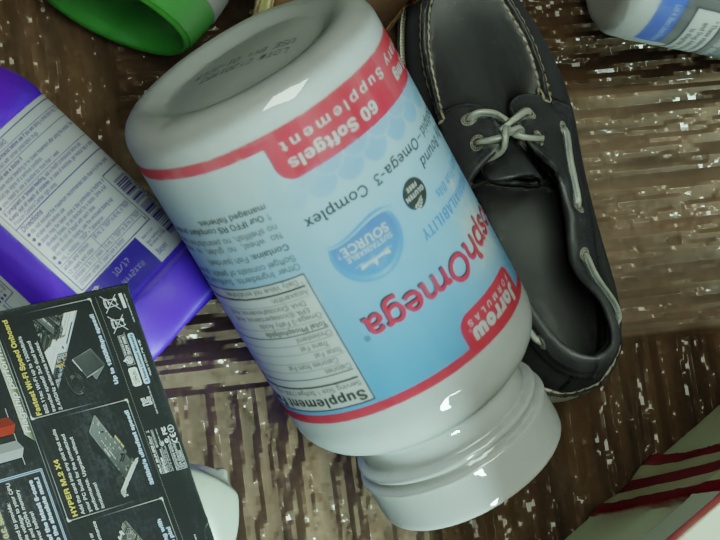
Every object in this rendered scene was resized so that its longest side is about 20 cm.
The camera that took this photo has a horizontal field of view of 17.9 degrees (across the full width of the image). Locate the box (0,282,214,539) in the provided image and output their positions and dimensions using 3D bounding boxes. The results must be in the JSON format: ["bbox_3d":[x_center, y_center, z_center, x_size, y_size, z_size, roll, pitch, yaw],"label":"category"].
[{"bbox_3d":[-0.119,0.116,0.792,0.157,0.050,0.200,-14,81,-45],"label":"box"}]

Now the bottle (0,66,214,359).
[{"bbox_3d":[-0.150,-0.037,0.910,0.200,0.065,0.084,43,40,-4],"label":"bottle"}]

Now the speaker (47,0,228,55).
[{"bbox_3d":[-0.063,-0.193,0.954,0.088,0.088,0.200,26,76,-8],"label":"speaker"}]

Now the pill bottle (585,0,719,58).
[{"bbox_3d":[0.207,-0.140,0.995,0.199,0.114,0.114,10,78,-12],"label":"pill bottle"}]

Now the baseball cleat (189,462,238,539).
[{"bbox_3d":[-0.146,0.094,0.889,0.199,0.070,0.107,17,69,-10],"label":"baseball cleat"}]

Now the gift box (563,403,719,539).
[{"bbox_3d":[0.196,0.146,0.906,0.185,0.187,0.200,-43,91,-16],"label":"gift box"}]

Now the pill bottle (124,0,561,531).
[{"bbox_3d":[0.000,0.000,0.902,0.109,0.109,0.200,-37,113,-16],"label":"pill bottle"}]

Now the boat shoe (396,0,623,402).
[{"bbox_3d":[0.069,-0.045,0.971,0.072,0.063,0.201,-14,83,-13],"label":"boat shoe"}]

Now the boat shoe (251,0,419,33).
[{"bbox_3d":[0.012,-0.148,0.957,0.067,0.072,0.201,18,79,22],"label":"boat shoe"}]
